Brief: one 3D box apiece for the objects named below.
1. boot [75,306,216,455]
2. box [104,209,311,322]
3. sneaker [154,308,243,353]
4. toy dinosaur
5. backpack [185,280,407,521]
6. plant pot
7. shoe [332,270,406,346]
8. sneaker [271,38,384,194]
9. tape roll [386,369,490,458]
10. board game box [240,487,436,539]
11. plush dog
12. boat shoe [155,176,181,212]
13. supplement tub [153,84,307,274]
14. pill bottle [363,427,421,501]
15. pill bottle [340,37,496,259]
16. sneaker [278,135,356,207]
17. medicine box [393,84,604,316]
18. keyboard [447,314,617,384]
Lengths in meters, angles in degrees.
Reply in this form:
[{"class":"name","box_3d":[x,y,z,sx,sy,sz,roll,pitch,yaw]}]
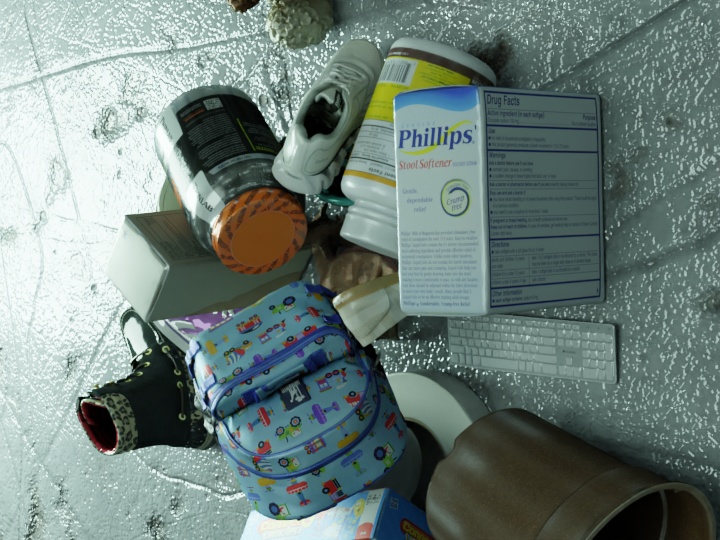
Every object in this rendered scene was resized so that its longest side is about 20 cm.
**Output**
[{"class":"boot","box_3d":[-0.263,0.125,1.830,0.073,0.154,0.204,-48,62,34]},{"class":"box","box_3d":[-0.161,-0.012,1.693,0.095,0.200,0.078,47,127,32]},{"class":"sneaker","box_3d":[-0.156,0.050,1.790,0.200,0.073,0.114,44,117,20]},{"class":"toy dinosaur","box_3d":[0.000,0.000,1.631,0.200,0.086,0.136,9,91,37]},{"class":"backpack","box_3d":[-0.057,0.128,1.486,0.135,0.182,0.200,65,178,-36]},{"class":"plant pot","box_3d":[0.176,0.231,1.414,0.198,0.200,0.200,34,115,46]},{"class":"shoe","box_3d":[0.063,0.015,1.499,0.053,0.200,0.070,61,148,9]},{"class":"sneaker","box_3d":[-0.022,-0.167,1.581,0.075,0.200,0.081,20,144,7]},{"class":"tape roll","box_3d":[0.060,0.200,1.613,0.203,0.037,0.203,4,96,42]},{"class":"board game box","box_3d":[0.016,0.293,1.554,0.196,0.200,0.056,-16,45,43]},{"class":"plush dog","box_3d":[-0.103,-0.346,1.641,0.160,0.172,0.200,-48,61,33]},{"class":"boat shoe","box_3d":[-0.212,-0.037,1.792,0.068,0.072,0.200,-37,39,43]},{"class":"supplement tub","box_3d":[-0.132,-0.094,1.642,0.123,0.122,0.200,-61,37,27]},{"class":"pill bottle","box_3d":[-0.042,0.183,1.611,0.200,0.104,0.104,12,101,42]},{"class":"pill bottle","box_3d":[0.050,-0.114,1.520,0.109,0.109,0.200,17,85,41]},{"class":"sneaker","box_3d":[-0.029,-0.106,1.642,0.200,0.091,0.078,19,104,41]},{"class":"medicine box","box_3d":[0.128,-0.063,1.435,0.103,0.182,0.200,-1,92,42]},{"class":"keyboard","box_3d":[0.162,0.072,1.528,0.200,0.011,0.056,4,95,43]}]
